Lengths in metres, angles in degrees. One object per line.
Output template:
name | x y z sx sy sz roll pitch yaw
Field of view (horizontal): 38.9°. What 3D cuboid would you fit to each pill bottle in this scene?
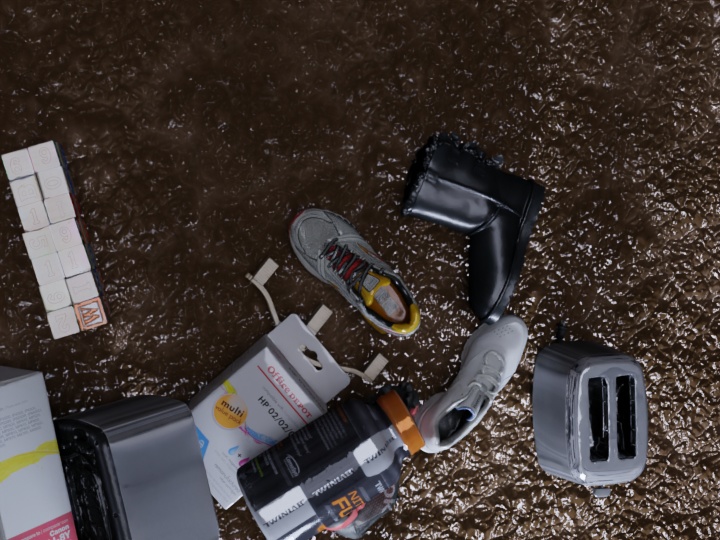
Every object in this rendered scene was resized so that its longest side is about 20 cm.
pill bottle | -0.028 0.211 1.110 0.198 0.106 0.107 -31 98 -4

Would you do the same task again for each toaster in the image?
toaster | 0.279 0.166 1.235 0.111 0.129 0.204 -1 93 -12
toaster | -0.255 0.228 1.096 0.117 0.180 0.204 -16 95 -36

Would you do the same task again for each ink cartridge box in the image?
ink cartridge box | -0.116 0.159 1.173 0.199 0.068 0.115 -41 100 2
ink cartridge box | -0.384 0.208 1.082 0.083 0.144 0.204 -17 101 -43

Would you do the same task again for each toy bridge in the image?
toy bridge | -0.061 0.069 1.215 0.199 0.027 0.067 41 86 -10

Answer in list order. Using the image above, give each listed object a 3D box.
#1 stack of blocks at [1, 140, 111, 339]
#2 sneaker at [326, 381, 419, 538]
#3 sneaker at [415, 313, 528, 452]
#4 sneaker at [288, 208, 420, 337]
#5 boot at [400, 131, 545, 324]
stack of blocks | -0.330 -0.035 1.112 0.058 0.115 0.203 -16 95 -10
sneaker | 0.017 0.231 1.216 0.202 0.070 0.098 -58 138 -23
sneaker | 0.142 0.142 1.229 0.074 0.087 0.201 36 84 -8
sneaker | 0.000 0.000 1.196 0.199 0.082 0.078 40 85 -10
boot | 0.123 -0.055 1.224 0.160 0.073 0.201 22 81 -14
